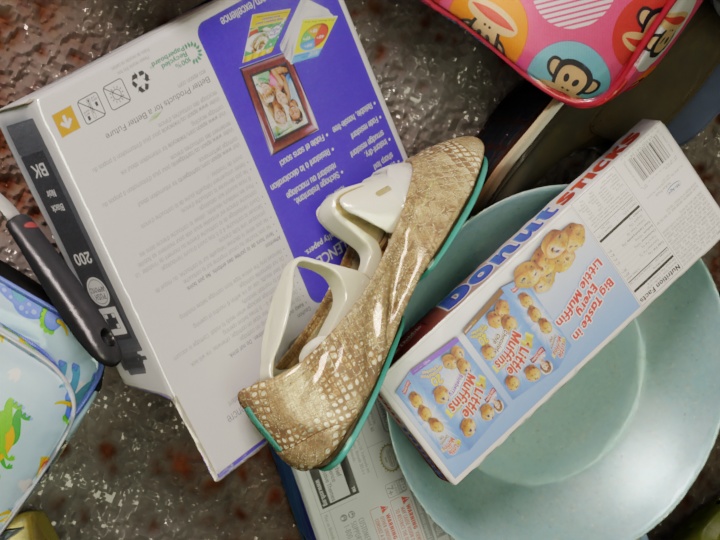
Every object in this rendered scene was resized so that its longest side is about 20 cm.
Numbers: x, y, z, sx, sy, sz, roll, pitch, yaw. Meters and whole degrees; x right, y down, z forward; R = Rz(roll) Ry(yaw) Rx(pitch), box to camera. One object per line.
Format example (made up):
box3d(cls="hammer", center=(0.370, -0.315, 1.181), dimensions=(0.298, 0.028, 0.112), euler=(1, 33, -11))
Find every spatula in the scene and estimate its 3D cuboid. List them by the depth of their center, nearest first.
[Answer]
box3d(cls="spatula", center=(-0.174, -0.031, 0.876), dimensions=(0.200, 0.056, 0.021), euler=(48, 111, 17))

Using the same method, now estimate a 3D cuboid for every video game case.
box3d(cls="video game case", center=(0.057, 0.125, 1.025), dimensions=(0.180, 0.045, 0.202), euler=(-22, 104, -15))

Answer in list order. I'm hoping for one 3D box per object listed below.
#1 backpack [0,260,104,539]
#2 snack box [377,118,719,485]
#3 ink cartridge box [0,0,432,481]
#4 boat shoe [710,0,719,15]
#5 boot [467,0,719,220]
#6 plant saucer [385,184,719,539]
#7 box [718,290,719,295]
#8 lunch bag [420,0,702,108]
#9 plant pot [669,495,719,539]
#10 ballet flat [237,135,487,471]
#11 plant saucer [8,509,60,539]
box3d(cls="backpack", center=(-0.236, 0.076, 0.871), dimensions=(0.182, 0.147, 0.201), euler=(32, 90, -17))
box3d(cls="snack box", center=(0.096, 0.015, 0.946), dimensions=(0.200, 0.024, 0.072), euler=(-42, 109, -10))
box3d(cls="ink cartridge box", center=(-0.056, -0.031, 0.929), dimensions=(0.198, 0.043, 0.202), euler=(-34, 106, -37))
box3d(cls="boat shoe", center=(0.247, -0.179, 1.029), dimensions=(0.199, 0.091, 0.071), euler=(-1, 143, -44))
box3d(cls="boot", center=(0.133, -0.077, 1.006), dimensions=(0.097, 0.075, 0.201), euler=(40, 83, -16))
box3d(cls="plant saucer", center=(0.100, 0.054, 0.987), dimensions=(0.199, 0.039, 0.203), euler=(-2, 98, -19))
box3d(cls="box", center=(0.325, 0.058, 1.049), dimensions=(0.124, 0.148, 0.200), euler=(-42, 108, -7))
box3d(cls="lunch bag", center=(0.091, -0.198, 0.911), dimensions=(0.199, 0.082, 0.177), euler=(38, 113, 10))
box3d(cls="plant pot", center=(0.268, 0.212, 1.045), dimensions=(0.199, 0.200, 0.194), euler=(-31, 94, -11))
box3d(cls="ballet flat", center=(0.000, 0.000, 0.906), dimensions=(0.065, 0.070, 0.201), euler=(35, 60, -16))
box3d(cls="plant saucer", center=(-0.201, 0.227, 0.886), dimensions=(0.199, 0.200, 0.049), euler=(-32, 124, -10))
